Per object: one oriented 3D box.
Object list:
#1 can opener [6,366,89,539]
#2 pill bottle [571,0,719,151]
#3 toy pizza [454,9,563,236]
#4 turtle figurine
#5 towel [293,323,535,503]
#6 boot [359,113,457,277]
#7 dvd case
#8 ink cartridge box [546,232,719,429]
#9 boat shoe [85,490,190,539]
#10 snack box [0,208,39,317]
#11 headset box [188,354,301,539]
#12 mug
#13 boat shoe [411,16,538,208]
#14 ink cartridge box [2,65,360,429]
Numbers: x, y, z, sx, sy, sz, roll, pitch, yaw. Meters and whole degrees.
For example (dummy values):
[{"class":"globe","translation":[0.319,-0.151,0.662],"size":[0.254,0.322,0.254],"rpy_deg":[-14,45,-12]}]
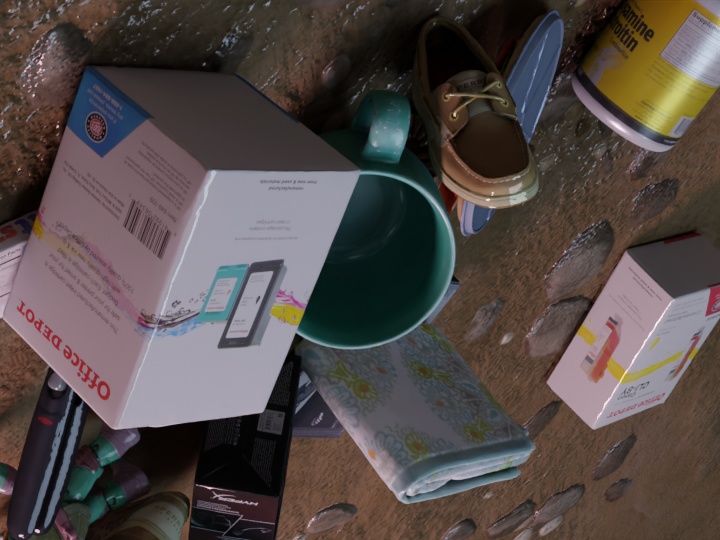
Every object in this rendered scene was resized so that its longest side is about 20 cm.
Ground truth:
[{"class":"can opener","translation":[-0.223,0.110,1.546],"size":[0.063,0.078,0.201],"rpy_deg":[16,98,-62]},{"class":"pill bottle","translation":[0.281,-0.211,1.782],"size":[0.112,0.112,0.201],"rpy_deg":[2,128,-56]},{"class":"toy pizza","translation":[0.117,-0.125,1.705],"size":[0.200,0.032,0.201],"rpy_deg":[23,90,-79]},{"class":"turtle figurine","translation":[-0.260,0.200,1.650],"size":[0.200,0.101,0.150],"rpy_deg":[-36,158,-31]},{"class":"towel","translation":[0.050,0.123,1.828],"size":[0.199,0.171,0.048],"rpy_deg":[-4,136,-52]},{"class":"boot","translation":[0.035,-0.026,1.716],"size":[0.201,0.075,0.107],"rpy_deg":[-66,160,5]},{"class":"dvd case","translation":[-0.007,0.076,1.897],"size":[0.200,0.025,0.150],"rpy_deg":[-53,152,17]},{"class":"ink cartridge box","translation":[0.316,0.067,2.273],"size":[0.145,0.083,0.201],"rpy_deg":[-14,141,-45]},{"class":"boat shoe","translation":[-0.203,0.239,1.759],"size":[0.200,0.073,0.063],"rpy_deg":[-26,-157,53]},{"class":"snack box","translation":[-0.219,-0.015,1.463],"size":[0.199,0.024,0.072],"rpy_deg":[-27,147,-31]},{"class":"headset box","translation":[-0.103,0.186,1.777],"size":[0.201,0.077,0.150],"rpy_deg":[102,-3,-50]},{"class":"mug","translation":[0.003,-0.043,1.596],"size":[0.185,0.115,0.152],"rpy_deg":[-42,115,13]},{"class":"boat shoe","translation":[0.080,-0.122,1.555],"size":[0.073,0.200,0.067],"rpy_deg":[-16,130,-11]},{"class":"ink cartridge box","translation":[-0.126,-0.017,1.410],"size":[0.145,0.147,0.201],"rpy_deg":[-3,123,-47]}]
